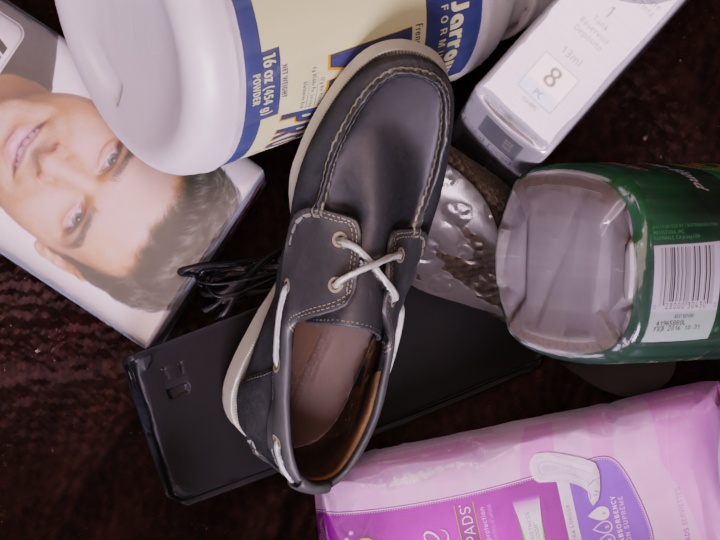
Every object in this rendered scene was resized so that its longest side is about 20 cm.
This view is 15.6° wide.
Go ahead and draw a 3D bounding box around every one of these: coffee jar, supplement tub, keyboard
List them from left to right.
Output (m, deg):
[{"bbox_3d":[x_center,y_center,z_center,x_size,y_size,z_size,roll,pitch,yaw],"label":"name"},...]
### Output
[{"bbox_3d":[-0.022,-0.138,1.160,0.199,0.145,0.146,-22,85,-26],"label":"supplement tub"},{"bbox_3d":[-0.015,0.027,1.210,0.199,0.040,0.105,-20,103,-19],"label":"keyboard"},{"bbox_3d":[0.165,-0.004,1.155,0.199,0.104,0.086,0,95,-35],"label":"coffee jar"}]

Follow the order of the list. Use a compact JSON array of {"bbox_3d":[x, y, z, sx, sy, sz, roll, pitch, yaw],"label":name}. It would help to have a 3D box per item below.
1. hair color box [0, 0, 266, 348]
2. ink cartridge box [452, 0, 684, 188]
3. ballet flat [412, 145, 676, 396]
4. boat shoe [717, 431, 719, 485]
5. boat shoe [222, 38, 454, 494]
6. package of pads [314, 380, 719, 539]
[{"bbox_3d":[-0.152,-0.057,1.217,0.199,0.061,0.099,33,85,2],"label":"hair color box"},{"bbox_3d":[0.124,-0.128,1.175,0.047,0.160,0.200,41,86,2],"label":"ink cartridge box"},{"bbox_3d":[0.066,-0.011,1.195,0.199,0.047,0.067,32,127,-19],"label":"ballet flat"},{"bbox_3d":[0.217,0.102,1.169,0.074,0.086,0.203,-8,122,28],"label":"boat shoe"},{"bbox_3d":[0.000,0.000,1.124,0.071,0.068,0.201,10,112,-24],"label":"boat shoe"},{"bbox_3d":[0.081,0.128,1.194,0.199,0.076,0.121,-12,86,-1],"label":"package of pads"}]
